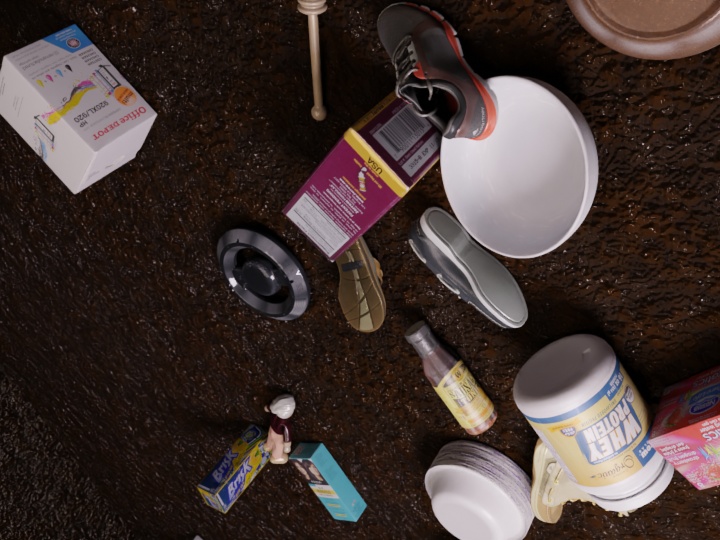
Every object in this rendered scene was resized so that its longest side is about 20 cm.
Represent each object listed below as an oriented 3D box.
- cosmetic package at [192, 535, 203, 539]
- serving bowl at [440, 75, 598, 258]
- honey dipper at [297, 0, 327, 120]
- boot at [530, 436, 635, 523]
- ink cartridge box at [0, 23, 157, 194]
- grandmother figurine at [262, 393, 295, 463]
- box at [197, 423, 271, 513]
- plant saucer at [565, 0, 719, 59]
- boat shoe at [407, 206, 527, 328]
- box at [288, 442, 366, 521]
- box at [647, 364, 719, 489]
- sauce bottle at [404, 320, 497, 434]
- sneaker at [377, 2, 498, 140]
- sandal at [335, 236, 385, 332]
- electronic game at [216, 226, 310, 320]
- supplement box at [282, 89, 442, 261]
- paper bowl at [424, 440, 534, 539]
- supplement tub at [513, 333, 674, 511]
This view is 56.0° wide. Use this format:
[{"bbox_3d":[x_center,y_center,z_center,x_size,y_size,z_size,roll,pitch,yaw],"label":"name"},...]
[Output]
[{"bbox_3d":[-0.585,1.091,2.394,0.164,0.200,0.166,34,140,11],"label":"cosmetic package"},{"bbox_3d":[0.184,-0.119,0.761,0.199,0.065,0.202,26,125,44],"label":"serving bowl"},{"bbox_3d":[-0.058,-0.280,0.863,0.038,0.038,0.201,22,138,23],"label":"honey dipper"},{"bbox_3d":[0.350,0.345,1.054,0.154,0.073,0.202,16,128,33],"label":"boot"},{"bbox_3d":[-0.475,-0.267,1.132,0.200,0.147,0.144,48,140,-7],"label":"ink cartridge box"},{"bbox_3d":[-0.178,0.341,1.497,0.121,0.060,0.201,45,140,27],"label":"grandmother figurine"},{"bbox_3d":[-0.284,0.458,1.579,0.064,0.200,0.071,9,131,34],"label":"box"},{"bbox_3d":[0.265,-0.278,0.597,0.199,0.037,0.202,22,136,22],"label":"plant saucer"},{"bbox_3d":[0.145,0.003,0.924,0.201,0.075,0.060,52,140,7],"label":"boat shoe"},{"bbox_3d":[-0.073,0.483,1.546,0.082,0.049,0.201,-14,115,45],"label":"box"},{"bbox_3d":[0.452,0.169,0.791,0.095,0.100,0.200,43,140,0],"label":"box"},{"bbox_3d":[0.141,0.170,1.076,0.066,0.066,0.200,-22,111,48],"label":"sauce bottle"},{"bbox_3d":[0.068,-0.222,0.740,0.201,0.081,0.077,54,141,23],"label":"sneaker"},{"bbox_3d":[0.000,0.000,1.059,0.080,0.054,0.202,-6,106,36],"label":"sandal"},{"bbox_3d":[-0.175,0.008,1.211,0.199,0.042,0.201,21,135,22],"label":"electronic game"},{"bbox_3d":[0.006,-0.121,0.877,0.103,0.131,0.200,45,141,-4],"label":"supplement box"},{"bbox_3d":[0.207,0.411,1.208,0.199,0.104,0.202,23,138,22],"label":"paper bowl"},{"bbox_3d":[0.311,0.202,0.901,0.144,0.145,0.201,-23,109,48],"label":"supplement tub"}]
